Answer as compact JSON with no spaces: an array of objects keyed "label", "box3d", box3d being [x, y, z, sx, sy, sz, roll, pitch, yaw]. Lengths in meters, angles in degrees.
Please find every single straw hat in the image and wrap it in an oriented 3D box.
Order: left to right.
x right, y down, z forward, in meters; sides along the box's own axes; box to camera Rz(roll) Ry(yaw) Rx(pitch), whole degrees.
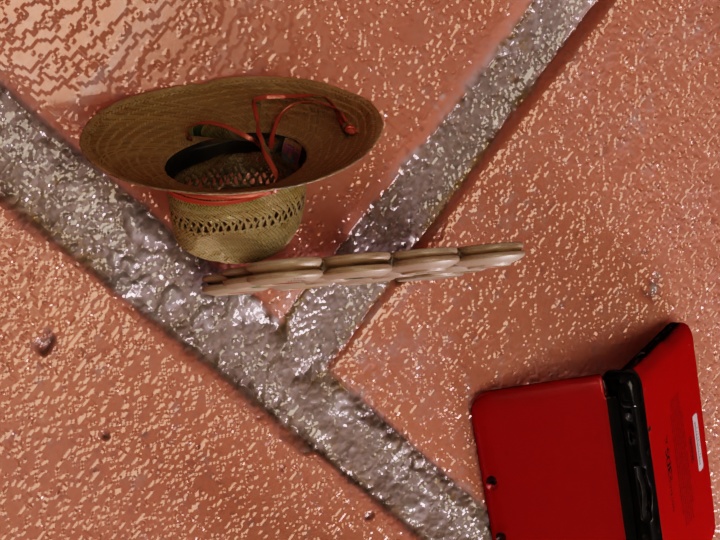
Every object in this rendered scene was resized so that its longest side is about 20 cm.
[{"label":"straw hat","box3d":[-0.079,-0.052,1.149,0.199,0.201,0.086,-12,120,-22]}]

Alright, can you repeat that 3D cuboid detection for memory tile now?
[{"label":"memory tile","box3d":[0.000,0.000,1.214,0.198,0.153,0.017,-5,88,-23]}]

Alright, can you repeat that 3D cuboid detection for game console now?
[{"label":"game console","box3d":[0.191,0.158,1.422,0.172,0.118,0.202,-35,121,-49]}]
